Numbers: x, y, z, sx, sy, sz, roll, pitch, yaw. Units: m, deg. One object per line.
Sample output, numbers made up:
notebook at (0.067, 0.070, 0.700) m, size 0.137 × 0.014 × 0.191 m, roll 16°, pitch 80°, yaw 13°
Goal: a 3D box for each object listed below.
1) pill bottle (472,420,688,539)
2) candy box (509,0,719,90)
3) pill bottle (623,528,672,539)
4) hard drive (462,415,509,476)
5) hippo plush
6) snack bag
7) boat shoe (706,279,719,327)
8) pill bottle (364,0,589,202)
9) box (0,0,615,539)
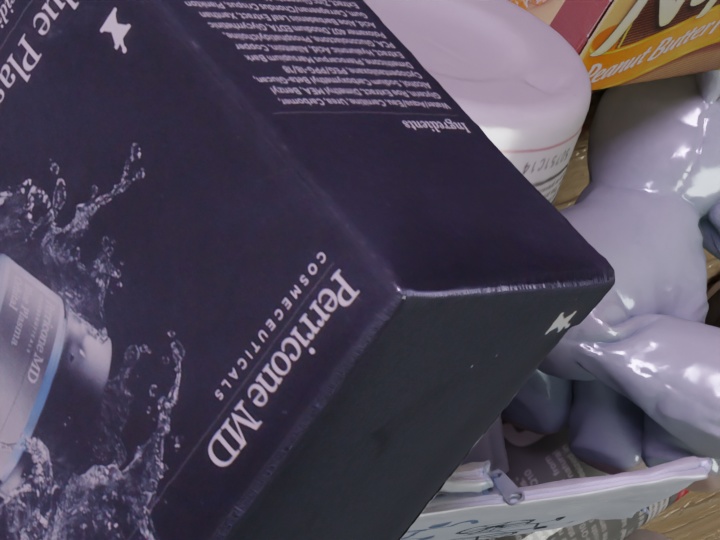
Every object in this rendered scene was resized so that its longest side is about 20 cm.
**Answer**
pill bottle at (0.060, 0.110, 1.319) m, size 0.200 × 0.114 × 0.114 m, roll -33°, pitch 155°, yaw -16°
candy box at (0.150, -0.138, 1.100) m, size 0.200 × 0.055 × 0.115 m, roll -11°, pitch 142°, yaw -47°
pill bottle at (0.095, 0.218, 1.343) m, size 0.200 × 0.112 × 0.112 m, roll -37°, pitch 158°, yaw -34°
hard drive at (-0.007, 0.053, 1.163) m, size 0.132 × 0.026 × 0.200 m, roll -10°, pitch 154°, yaw 2°
hippo plush at (0.122, -0.011, 1.206) m, size 0.161 × 0.200 × 0.159 m, roll -60°, pitch -174°, yaw -20°
snack bag at (0.042, 0.102, 1.161) m, size 0.200 × 0.021 × 0.189 m, roll -8°, pitch 170°, yaw -6°
boat shoe at (0.187, 0.060, 1.487) m, size 0.200 × 0.057 × 0.067 m, roll -40°, pitch 156°, yaw -3°
pill bottle at (0.000, 0.000, 0.985) m, size 0.114 × 0.114 × 0.200 m, roll -14°, pitch 133°, yaw -45°
box at (-0.063, 0.007, 0.860) m, size 0.117 × 0.200 × 0.197 m, roll -4°, pitch 136°, yaw -53°
